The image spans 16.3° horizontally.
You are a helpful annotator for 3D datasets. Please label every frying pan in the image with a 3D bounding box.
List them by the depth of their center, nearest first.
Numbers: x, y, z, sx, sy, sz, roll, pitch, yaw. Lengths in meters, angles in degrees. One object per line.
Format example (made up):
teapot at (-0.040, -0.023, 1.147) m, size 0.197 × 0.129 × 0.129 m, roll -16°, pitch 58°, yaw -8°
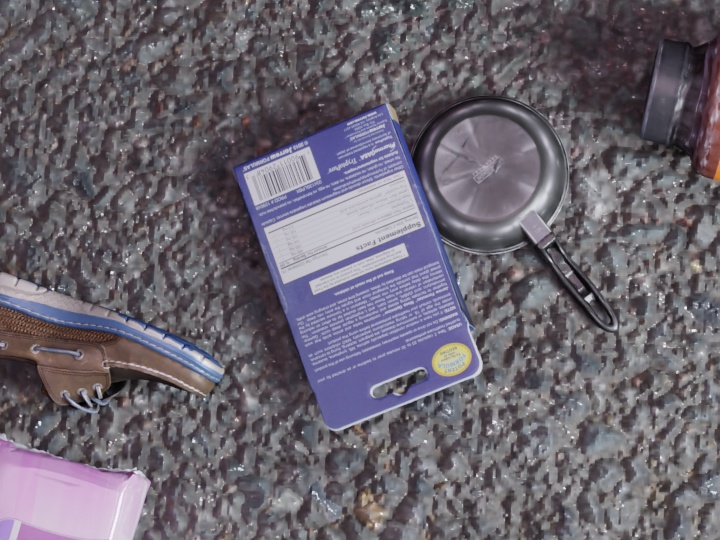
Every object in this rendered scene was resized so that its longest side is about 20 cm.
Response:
frying pan at (0.099, -0.034, 1.754) m, size 0.114 × 0.031 × 0.191 m, roll -17°, pitch 76°, yaw 1°

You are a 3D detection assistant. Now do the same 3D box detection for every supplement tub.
supplement tub at (0.294, -0.104, 1.718) m, size 0.198 × 0.107 × 0.108 m, roll 12°, pitch 80°, yaw 5°

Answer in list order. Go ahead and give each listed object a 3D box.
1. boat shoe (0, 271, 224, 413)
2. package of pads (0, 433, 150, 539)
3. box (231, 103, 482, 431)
boat shoe at (-0.191, 0.059, 1.730) m, size 0.199 × 0.072 × 0.073 m, roll 18°, pitch 85°, yaw 16°
package of pads at (-0.224, 0.217, 1.693) m, size 0.120 × 0.076 × 0.202 m, roll 14°, pitch 80°, yaw 6°
box at (0.000, 0.000, 1.739) m, size 0.120 × 0.032 × 0.201 m, roll -21°, pitch 77°, yaw 8°
